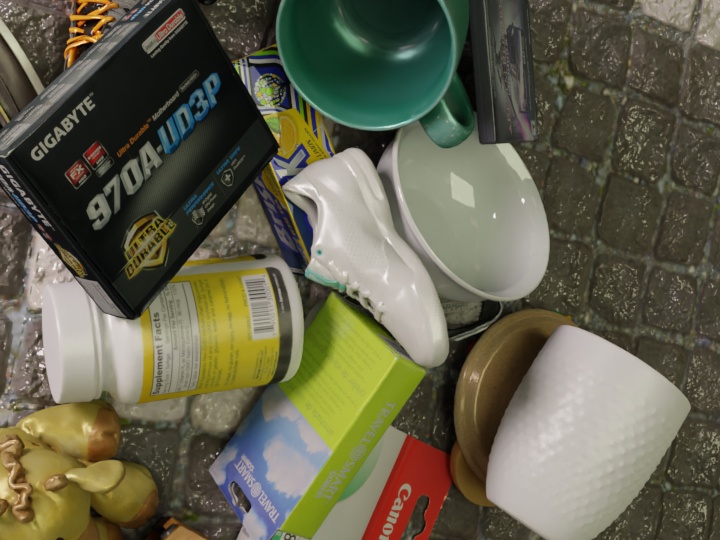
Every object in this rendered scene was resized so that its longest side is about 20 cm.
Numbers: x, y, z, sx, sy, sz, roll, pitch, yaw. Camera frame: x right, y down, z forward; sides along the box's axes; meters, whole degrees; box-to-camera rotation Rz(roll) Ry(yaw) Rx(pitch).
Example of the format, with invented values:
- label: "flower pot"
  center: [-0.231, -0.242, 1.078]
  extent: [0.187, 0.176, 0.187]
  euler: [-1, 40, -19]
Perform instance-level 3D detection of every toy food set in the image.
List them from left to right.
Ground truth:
- label: "toy food set"
  center: [0.176, 0.139, 1.026]
  extent: [0.196, 0.049, 0.202]
  euler: [-10, 97, -27]

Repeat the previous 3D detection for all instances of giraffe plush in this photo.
- label: "giraffe plush"
  center: [-0.245, 0.177, 0.762]
  extent: [0.173, 0.162, 0.200]
  euler: [-47, 112, -15]

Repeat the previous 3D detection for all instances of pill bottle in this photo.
- label: "pill bottle"
  center: [-0.157, 0.049, 0.824]
  extent: [0.198, 0.114, 0.116]
  euler: [-5, 96, -25]

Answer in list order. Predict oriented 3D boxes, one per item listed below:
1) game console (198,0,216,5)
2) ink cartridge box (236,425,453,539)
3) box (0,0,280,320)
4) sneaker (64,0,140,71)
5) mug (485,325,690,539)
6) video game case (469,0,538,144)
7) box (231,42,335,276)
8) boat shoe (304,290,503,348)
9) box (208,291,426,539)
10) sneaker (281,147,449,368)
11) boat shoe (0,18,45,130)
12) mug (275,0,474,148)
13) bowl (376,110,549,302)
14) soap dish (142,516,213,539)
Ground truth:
- label: "game console"
  center: [-0.135, -0.318, 0.774]
  extent: [0.031, 0.200, 0.179]
  euler: [3, 92, 8]
- label: "ink cartridge box"
  center: [0.002, 0.225, 0.951]
  extent: [0.199, 0.050, 0.162]
  euler: [28, 82, -23]
- label: "box"
  center: [-0.163, -0.089, 0.742]
  extent: [0.200, 0.046, 0.160]
  euler: [-53, 131, -30]
- label: "sneaker"
  center: [-0.200, -0.177, 0.784]
  extent: [0.078, 0.077, 0.202]
  euler: [-12, 85, 20]
- label: "mug"
  center: [0.213, 0.176, 0.952]
  extent: [0.176, 0.147, 0.200]
  euler: [-56, 145, -8]
- label: "video game case"
  center: [0.137, -0.192, 0.929]
  extent: [0.200, 0.019, 0.144]
  euler: [-22, 108, -69]
- label: "box"
  center: [-0.063, -0.097, 0.883]
  extent: [0.064, 0.070, 0.201]
  euler: [-28, 105, -21]
- label: "boat shoe"
  center: [0.045, 0.047, 0.946]
  extent: [0.198, 0.068, 0.073]
  euler: [-6, 96, -24]
- label: "box"
  center: [-0.041, 0.133, 0.859]
  extent: [0.048, 0.122, 0.201]
  euler: [30, 98, -40]
- label: "sneaker"
  center: [0.000, 0.000, 0.824]
  extent: [0.088, 0.075, 0.201]
  euler: [-22, 74, -18]
- label: "boat shoe"
  center: [-0.281, -0.133, 0.774]
  extent: [0.060, 0.072, 0.202]
  euler: [-40, 112, -22]
- label: "mug"
  center: [0.018, -0.199, 0.834]
  extent: [0.150, 0.115, 0.186]
  euler: [1, 127, 14]
- label: "bowl"
  center: [0.079, -0.051, 0.925]
  extent: [0.200, 0.090, 0.203]
  euler: [21, 56, -35]
- label: "soap dish"
  center: [-0.192, 0.290, 0.808]
  extent: [0.200, 0.157, 0.081]
  euler: [-42, 93, -18]
